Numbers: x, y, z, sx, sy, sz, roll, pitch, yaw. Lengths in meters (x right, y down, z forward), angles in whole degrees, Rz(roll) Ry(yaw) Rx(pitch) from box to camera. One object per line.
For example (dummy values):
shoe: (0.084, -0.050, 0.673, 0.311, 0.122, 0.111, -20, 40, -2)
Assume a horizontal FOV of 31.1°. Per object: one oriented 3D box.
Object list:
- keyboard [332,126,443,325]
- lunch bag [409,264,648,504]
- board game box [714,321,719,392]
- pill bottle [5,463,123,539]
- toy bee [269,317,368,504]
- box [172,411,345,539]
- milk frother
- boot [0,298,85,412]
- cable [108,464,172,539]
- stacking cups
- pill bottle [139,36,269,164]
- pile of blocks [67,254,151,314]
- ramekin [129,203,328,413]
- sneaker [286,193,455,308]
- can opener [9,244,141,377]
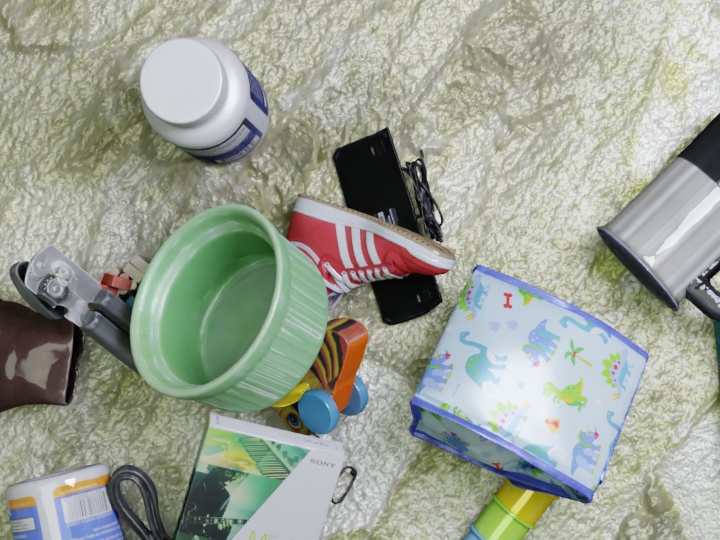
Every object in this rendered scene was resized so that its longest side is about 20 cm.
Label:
keyboard: (0.045, -0.050, 1.385, 0.103, 0.040, 0.202, -19, 86, 28)
lunch bag: (0.169, 0.118, 1.295, 0.198, 0.128, 0.171, 22, 69, 13)
board game box: (0.447, 0.125, 1.327, 0.150, 0.045, 0.202, -3, 87, 6)
pill bottle: (-0.298, 0.312, 1.354, 0.111, 0.112, 0.202, -12, 87, 4)
toy bee: (-0.055, 0.132, 1.343, 0.108, 0.130, 0.202, 24, 101, 30)
box: (-0.111, 0.253, 1.307, 0.143, 0.036, 0.202, 14, 104, -12)
milk frother: (0.345, -0.064, 1.257, 0.188, 0.200, 0.181, -45, 55, 2)
boot: (-0.387, 0.131, 1.379, 0.165, 0.072, 0.202, 8, 80, 18)
cable: (-0.202, 0.293, 1.367, 0.097, 0.050, 0.200, -41, 94, 15)
stacking cups: (0.128, 0.298, 1.345, 0.060, 0.060, 0.201, 34, 94, 6)
pill bottle: (-0.161, -0.175, 1.319, 0.110, 0.200, 0.112, 0, 87, 5)
pile of blocks: (-0.241, 0.023, 1.386, 0.198, 0.062, 0.083, -19, 86, 5)
ramekin: (-0.127, 0.045, 1.295, 0.199, 0.097, 0.202, -18, 58, 31)
sneaker: (0.000, 0.000, 1.342, 0.199, 0.071, 0.114, 20, 91, 32)
can opener: (-0.279, 0.048, 1.356, 0.200, 0.066, 0.054, 45, 56, -32)
